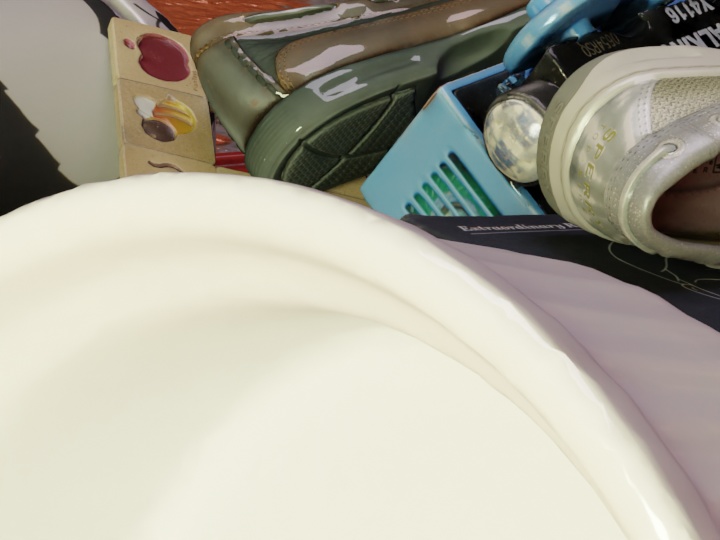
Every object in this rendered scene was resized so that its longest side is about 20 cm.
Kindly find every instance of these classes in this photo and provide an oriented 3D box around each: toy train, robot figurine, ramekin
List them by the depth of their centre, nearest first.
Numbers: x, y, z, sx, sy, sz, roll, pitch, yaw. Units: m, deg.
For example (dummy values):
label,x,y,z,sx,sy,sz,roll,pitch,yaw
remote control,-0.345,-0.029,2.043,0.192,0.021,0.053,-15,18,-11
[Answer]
label,x,y,z,sx,sy,sz,roll,pitch,yaw
ramekin,-0.002,0.086,0.435,0.200,0.201,0.098,19,11,34
toy train,0.097,-0.053,0.932,0.200,0.114,0.087,-25,74,-46
robot figurine,-0.138,-0.043,0.964,0.124,0.151,0.200,0,7,37

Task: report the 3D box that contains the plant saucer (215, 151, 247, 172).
label,x,y,z,sx,sy,sz,roll,pitch,yaw
plant saucer,-0.013,-0.011,1.095,0.200,0.037,0.199,21,19,41

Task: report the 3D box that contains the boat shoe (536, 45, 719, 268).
label,x,y,z,sx,sy,sz,roll,pitch,yaw
boat shoe,0.151,-0.031,0.785,0.201,0.075,0.065,-1,23,-22

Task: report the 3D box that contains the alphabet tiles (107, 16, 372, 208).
label,x,y,z,sx,sy,sz,roll,pitch,yaw
alphabet tiles,0.000,0.000,0.911,0.167,0.008,0.200,13,41,-20

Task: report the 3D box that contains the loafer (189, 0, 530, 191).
label,x,y,z,sx,sy,sz,roll,pitch,yaw
loafer,0.028,-0.083,0.956,0.200,0.072,0.063,-20,64,-42

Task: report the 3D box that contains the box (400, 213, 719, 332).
label,x,y,z,sx,sy,sz,roll,pitch,yaw
box,0.116,0.059,0.764,0.148,0.108,0.200,-3,20,-38
